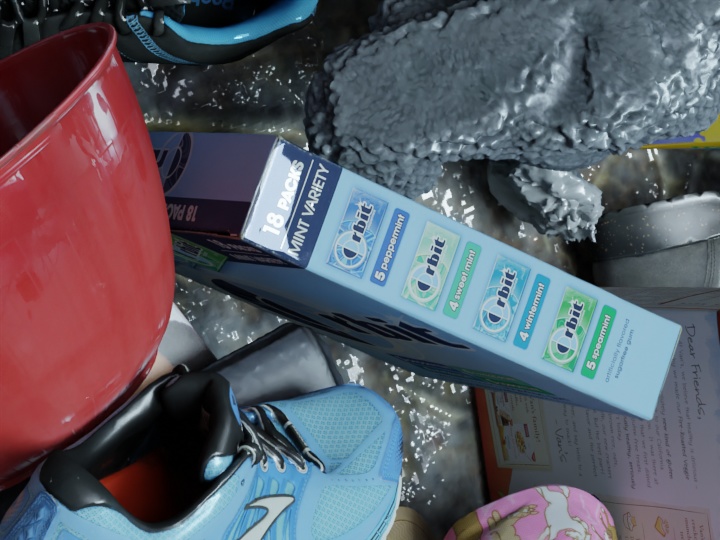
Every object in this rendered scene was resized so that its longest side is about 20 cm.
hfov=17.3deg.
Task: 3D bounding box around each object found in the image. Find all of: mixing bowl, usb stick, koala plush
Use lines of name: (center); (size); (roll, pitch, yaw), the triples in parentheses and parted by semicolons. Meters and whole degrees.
mixing bowl: (-0.141, 0.012, 0.848); (0.200, 0.200, 0.108); (-42, 109, -25)
usb stick: (-0.089, 0.082, 0.909); (0.200, 0.033, 0.056); (-28, 112, -28)
koala plush: (0.078, -0.097, 1.005); (0.184, 0.200, 0.178); (1, 78, 6)

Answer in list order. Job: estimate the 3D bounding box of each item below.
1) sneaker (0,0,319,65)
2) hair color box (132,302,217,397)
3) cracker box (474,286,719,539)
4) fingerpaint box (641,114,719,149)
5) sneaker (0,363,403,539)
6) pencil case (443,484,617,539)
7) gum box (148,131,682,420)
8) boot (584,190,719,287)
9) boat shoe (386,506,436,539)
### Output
sneaker: (-0.111, -0.116, 0.938); (0.200, 0.082, 0.073); (-5, 95, -31)
hair color box: (-0.133, 0.103, 0.938); (0.200, 0.061, 0.102); (-47, 112, -24)
cracker box: (0.133, 0.076, 1.023); (0.058, 0.200, 0.134); (-12, 97, -33)
fingerpaint box: (0.197, -0.157, 1.118); (0.167, 0.073, 0.200); (-2, 91, -45)
sneaker: (-0.046, 0.076, 0.836); (0.200, 0.078, 0.090); (-21, 140, -50)
pencil case: (0.096, 0.176, 0.943); (0.086, 0.200, 0.083); (-6, 128, -15)
gum box: (0.000, 0.000, 0.956); (0.200, 0.170, 0.045); (23, 82, -30)
boot: (0.208, 0.019, 1.108); (0.200, 0.070, 0.132); (-13, 89, 7)
boat shoe: (-0.039, 0.144, 0.960); (0.200, 0.065, 0.072); (-16, 82, -55)
